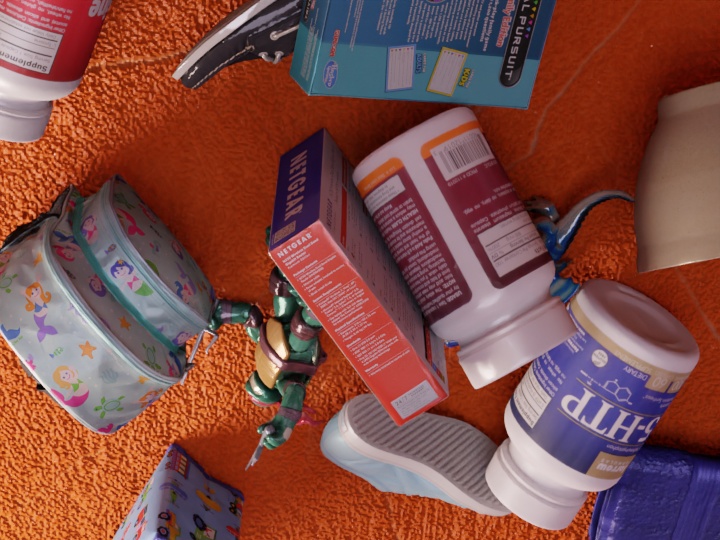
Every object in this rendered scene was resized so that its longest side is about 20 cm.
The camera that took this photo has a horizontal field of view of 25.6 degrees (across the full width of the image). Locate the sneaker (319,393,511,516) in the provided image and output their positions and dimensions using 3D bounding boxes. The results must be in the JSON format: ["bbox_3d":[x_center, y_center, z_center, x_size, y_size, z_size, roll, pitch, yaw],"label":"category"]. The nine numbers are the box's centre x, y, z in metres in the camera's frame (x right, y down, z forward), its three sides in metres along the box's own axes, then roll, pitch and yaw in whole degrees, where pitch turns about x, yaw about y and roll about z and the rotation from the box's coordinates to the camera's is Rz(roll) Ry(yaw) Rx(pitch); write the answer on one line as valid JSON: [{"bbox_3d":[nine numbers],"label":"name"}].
[{"bbox_3d":[0.053,0.174,1.441,0.199,0.075,0.082,29,141,-19],"label":"sneaker"}]

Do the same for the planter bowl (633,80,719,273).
[{"bbox_3d":[0.306,-0.083,1.262,0.197,0.200,0.137,-11,87,5],"label":"planter bowl"}]

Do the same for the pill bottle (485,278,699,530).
[{"bbox_3d":[0.194,0.120,1.378,0.119,0.120,0.201,24,112,-11],"label":"pill bottle"}]

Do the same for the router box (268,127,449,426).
[{"bbox_3d":[0.000,0.000,1.277,0.049,0.201,0.180,-31,110,14],"label":"router box"}]

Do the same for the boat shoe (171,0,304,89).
[{"bbox_3d":[-0.060,-0.200,1.256,0.199,0.074,0.061,-38,106,7],"label":"boat shoe"}]

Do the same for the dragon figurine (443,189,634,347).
[{"bbox_3d":[0.151,-0.003,1.354,0.198,0.059,0.100,-24,113,11],"label":"dragon figurine"}]

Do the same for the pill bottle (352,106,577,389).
[{"bbox_3d":[0.086,-0.017,1.265,0.113,0.114,0.202,-29,86,12],"label":"pill bottle"}]

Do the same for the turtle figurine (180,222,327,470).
[{"bbox_3d":[-0.077,0.066,1.365,0.150,0.100,0.201,46,132,26],"label":"turtle figurine"}]

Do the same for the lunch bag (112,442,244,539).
[{"bbox_3d":[-0.204,0.283,1.431,0.094,0.151,0.200,39,109,-17],"label":"lunch bag"}]

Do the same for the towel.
[{"bbox_3d":[0.314,0.226,1.472,0.197,0.050,0.149,8,122,-5],"label":"towel"}]

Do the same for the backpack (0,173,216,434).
[{"bbox_3d":[-0.209,0.029,1.281,0.150,0.200,0.178,-36,105,15],"label":"backpack"}]

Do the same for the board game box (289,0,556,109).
[{"bbox_3d":[0.055,-0.208,1.225,0.198,0.047,0.153,1,117,-27],"label":"board game box"}]

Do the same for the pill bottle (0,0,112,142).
[{"bbox_3d":[-0.252,-0.207,1.225,0.111,0.113,0.202,22,113,-10],"label":"pill bottle"}]
